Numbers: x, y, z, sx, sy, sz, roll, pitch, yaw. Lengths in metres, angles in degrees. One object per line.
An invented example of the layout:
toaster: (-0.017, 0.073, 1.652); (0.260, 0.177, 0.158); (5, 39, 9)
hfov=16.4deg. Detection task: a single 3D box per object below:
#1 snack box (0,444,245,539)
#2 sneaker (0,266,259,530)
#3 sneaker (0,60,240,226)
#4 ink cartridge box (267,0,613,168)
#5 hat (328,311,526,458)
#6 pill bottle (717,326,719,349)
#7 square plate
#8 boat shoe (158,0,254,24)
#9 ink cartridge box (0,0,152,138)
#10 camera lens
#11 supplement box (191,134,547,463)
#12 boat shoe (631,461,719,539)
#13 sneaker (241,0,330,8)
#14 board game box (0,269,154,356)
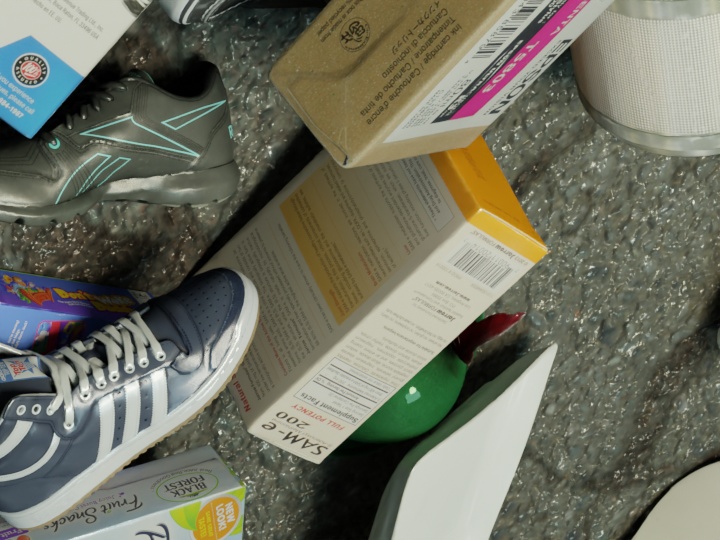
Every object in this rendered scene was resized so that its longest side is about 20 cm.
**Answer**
snack box: (-0.171, 0.200, 1.524); (0.199, 0.053, 0.143); (-15, 129, -30)
sneaker: (-0.153, 0.055, 1.423); (0.200, 0.070, 0.109); (-42, 138, -1)
sneaker: (-0.156, -0.074, 1.407); (0.199, 0.075, 0.080); (-10, 112, -39)
ink cartridge box: (0.068, -0.150, 1.344); (0.200, 0.075, 0.164); (-46, 165, 24)
hat: (0.046, 0.087, 1.582); (0.166, 0.176, 0.200); (-47, 136, 1)
pill bottle: (0.342, -0.014, 1.776); (0.119, 0.120, 0.201); (1, 119, -37)
square plate: (0.053, 0.160, 1.691); (0.198, 0.028, 0.201); (-35, 149, -49)
boat shoe: (-0.013, -0.179, 1.345); (0.199, 0.068, 0.072); (-32, 176, -3)
ink cartridge box: (-0.167, -0.193, 1.290); (0.200, 0.084, 0.146); (-48, 135, 2)
camera lens: (0.200, -0.183, 1.521); (0.159, 0.160, 0.201); (-30, 133, -16)
supplement box: (0.000, 0.000, 1.493); (0.200, 0.126, 0.073); (-43, 138, 18)
boat shoe: (0.242, 0.226, 1.914); (0.200, 0.072, 0.069); (-48, 158, -8)
sneaker: (0.003, -0.148, 1.461); (0.199, 0.076, 0.116); (-15, 131, -30)
board game box: (-0.207, 0.101, 1.497); (0.134, 0.045, 0.201); (10, 113, -41)
